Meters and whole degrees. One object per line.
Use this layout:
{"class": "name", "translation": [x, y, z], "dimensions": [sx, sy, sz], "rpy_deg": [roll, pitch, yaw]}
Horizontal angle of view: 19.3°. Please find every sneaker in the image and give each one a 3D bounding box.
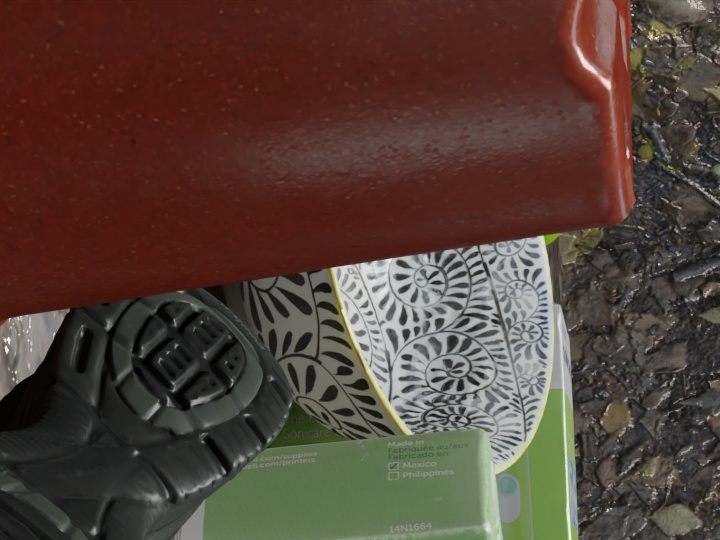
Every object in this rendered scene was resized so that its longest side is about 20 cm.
{"class": "sneaker", "translation": [-0.087, 0.073, 0.493], "dimensions": [0.091, 0.076, 0.200], "rpy_deg": [-50, 173, 31]}

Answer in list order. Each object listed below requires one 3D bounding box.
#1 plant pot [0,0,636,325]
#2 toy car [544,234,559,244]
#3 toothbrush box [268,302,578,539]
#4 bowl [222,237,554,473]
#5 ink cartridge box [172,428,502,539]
{"class": "plant pot", "translation": [-0.042, -0.077, 0.455], "dimensions": [0.201, 0.194, 0.203], "rpy_deg": [-3, 90, -81]}
{"class": "toy car", "translation": [0.071, -0.140, 1.432], "dimensions": [0.165, 0.157, 0.201], "rpy_deg": [105, -26, -48]}
{"class": "toothbrush box", "translation": [0.033, 0.124, 1.030], "dimensions": [0.086, 0.144, 0.202], "rpy_deg": [51, 36, -76]}
{"class": "bowl", "translation": [0.000, 0.000, 0.944], "dimensions": [0.200, 0.094, 0.202], "rpy_deg": [31, 52, -50]}
{"class": "ink cartridge box", "translation": [-0.019, 0.144, 0.679], "dimensions": [0.048, 0.144, 0.201], "rpy_deg": [-90, 172, -51]}
